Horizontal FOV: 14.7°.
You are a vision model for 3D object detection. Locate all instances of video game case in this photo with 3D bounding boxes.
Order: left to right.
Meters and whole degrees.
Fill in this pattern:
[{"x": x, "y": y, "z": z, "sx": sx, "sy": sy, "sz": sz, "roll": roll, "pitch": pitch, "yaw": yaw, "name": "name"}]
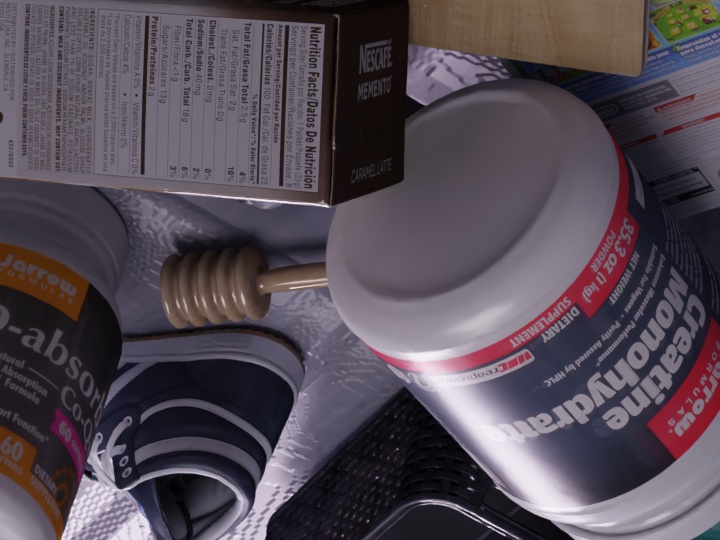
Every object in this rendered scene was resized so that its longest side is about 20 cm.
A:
[{"x": 0.130, "y": -0.103, "z": 1.203, "sx": 0.143, "sy": 0.018, "sz": 0.200, "roll": -18, "pitch": 131, "yaw": 33, "name": "video game case"}]

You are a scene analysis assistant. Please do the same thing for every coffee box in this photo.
[{"x": -0.089, "y": -0.077, "z": 1.162, "sx": 0.199, "sy": 0.114, "sz": 0.080, "roll": 5, "pitch": 100, "yaw": 15, "name": "coffee box"}]

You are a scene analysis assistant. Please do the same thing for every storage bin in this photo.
[{"x": 0.041, "y": 0.155, "z": 1.458, "sx": 0.135, "sy": 0.094, "sz": 0.200, "roll": 29, "pitch": 135, "yaw": -17, "name": "storage bin"}]

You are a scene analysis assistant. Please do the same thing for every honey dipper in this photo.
[{"x": 0.000, "y": 0.000, "z": 1.344, "sx": 0.199, "sy": 0.038, "sz": 0.038, "roll": -6, "pitch": 136, "yaw": 20, "name": "honey dipper"}]

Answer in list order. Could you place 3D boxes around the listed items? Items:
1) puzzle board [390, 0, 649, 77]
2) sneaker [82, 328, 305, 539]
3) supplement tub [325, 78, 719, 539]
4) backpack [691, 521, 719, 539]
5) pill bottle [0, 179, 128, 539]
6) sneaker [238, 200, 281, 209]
[{"x": 0.046, "y": -0.172, "z": 1.130, "sx": 0.150, "sy": 0.017, "sz": 0.200, "roll": 10, "pitch": 132, "yaw": 14, "name": "puzzle board"}, {"x": -0.130, "y": 0.094, "z": 1.432, "sx": 0.199, "sy": 0.109, "sz": 0.070, "roll": -9, "pitch": 134, "yaw": 25, "name": "sneaker"}, {"x": 0.089, "y": 0.024, "z": 1.238, "sx": 0.140, "sy": 0.141, "sz": 0.200, "roll": -15, "pitch": 137, "yaw": 30, "name": "supplement tub"}, {"x": 0.241, "y": 0.142, "z": 1.349, "sx": 0.200, "sy": 0.151, "sz": 0.177, "roll": 33, "pitch": 161, "yaw": -32, "name": "backpack"}, {"x": -0.178, "y": 0.052, "z": 1.327, "sx": 0.116, "sy": 0.200, "sz": 0.117, "roll": 8, "pitch": 140, "yaw": 7, "name": "pill bottle"}, {"x": -0.070, "y": -0.061, "z": 1.271, "sx": 0.199, "sy": 0.074, "sz": 0.081, "roll": 0, "pitch": 143, "yaw": 21, "name": "sneaker"}]
